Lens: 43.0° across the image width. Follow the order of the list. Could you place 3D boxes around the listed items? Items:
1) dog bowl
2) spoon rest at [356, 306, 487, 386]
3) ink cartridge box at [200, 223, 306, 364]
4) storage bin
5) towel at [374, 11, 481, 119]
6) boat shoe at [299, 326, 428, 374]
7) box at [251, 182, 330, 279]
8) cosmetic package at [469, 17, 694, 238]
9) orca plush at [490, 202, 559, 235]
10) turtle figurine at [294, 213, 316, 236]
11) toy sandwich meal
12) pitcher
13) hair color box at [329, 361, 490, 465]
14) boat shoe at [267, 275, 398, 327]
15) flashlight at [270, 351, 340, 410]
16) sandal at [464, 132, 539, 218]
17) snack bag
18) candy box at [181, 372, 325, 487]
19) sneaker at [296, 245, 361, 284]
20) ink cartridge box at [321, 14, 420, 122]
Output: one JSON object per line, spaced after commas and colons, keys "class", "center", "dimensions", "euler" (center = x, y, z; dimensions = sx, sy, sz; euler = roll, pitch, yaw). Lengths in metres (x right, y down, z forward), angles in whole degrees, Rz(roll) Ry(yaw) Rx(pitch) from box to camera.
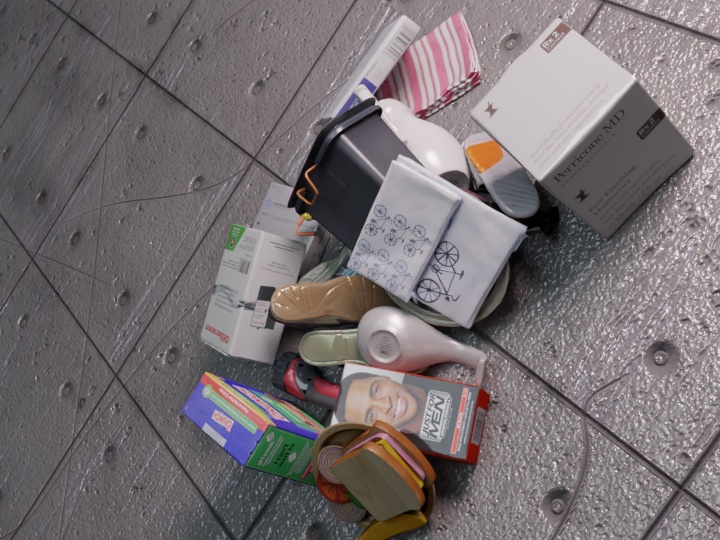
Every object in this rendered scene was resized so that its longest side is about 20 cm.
{"class": "dog bowl", "center": [0.120, -0.026, 1.265], "dimensions": [0.200, 0.200, 0.074], "euler": [-22, 15, 32]}
{"class": "spoon rest", "center": [0.086, 0.111, 1.279], "dimensions": [0.200, 0.061, 0.100], "euler": [15, 107, 23]}
{"class": "ink cartridge box", "center": [-0.174, 0.036, 1.462], "dimensions": [0.147, 0.083, 0.200], "euler": [17, 91, 61]}
{"class": "storage bin", "center": [-0.004, -0.120, 1.305], "dimensions": [0.134, 0.145, 0.200], "euler": [45, 141, 12]}
{"class": "towel", "center": [0.101, -0.321, 1.502], "dimensions": [0.200, 0.030, 0.147], "euler": [-29, 54, 28]}
{"class": "boat shoe", "center": [0.013, 0.118, 1.357], "dimensions": [0.199, 0.066, 0.075], "euler": [-3, 90, 17]}
{"class": "box", "center": [-0.132, -0.042, 1.567], "dimensions": [0.156, 0.041, 0.200], "euler": [18, 85, 42]}
{"class": "cosmetic package", "center": [0.284, -0.178, 1.169], "dimensions": [0.165, 0.200, 0.165], "euler": [-48, 48, 14]}
{"class": "orca plush", "center": [0.176, -0.059, 1.296], "dimensions": [0.200, 0.071, 0.105], "euler": [3, 73, 40]}
{"class": "turtle figurine", "center": [-0.006, -0.119, 1.472], "dimensions": [0.200, 0.064, 0.162], "euler": [-12, 54, 23]}
{"class": "toy sandwich meal", "center": [0.012, 0.288, 1.217], "dimensions": [0.205, 0.205, 0.070], "euler": [-17, 17, 34]}
{"class": "pitcher", "center": [0.070, -0.187, 1.372], "dimensions": [0.121, 0.172, 0.200], "euler": [-42, 49, 11]}
{"class": "hair color box", "center": [0.067, 0.194, 1.249], "dimensions": [0.200, 0.061, 0.102], "euler": [7, 76, 25]}
{"class": "boat shoe", "center": [-0.043, 0.051, 1.372], "dimensions": [0.065, 0.200, 0.072], "euler": [146, 118, -66]}
{"class": "flashlight", "center": [-0.047, 0.177, 1.388], "dimensions": [0.200, 0.068, 0.068], "euler": [12, 39, 40]}
{"class": "sandal", "center": [0.197, -0.125, 1.301], "dimensions": [0.079, 0.059, 0.207], "euler": [-5, 42, -5]}
{"class": "snack bag", "center": [0.097, -0.029, 1.217], "dimensions": [0.200, 0.021, 0.189], "euler": [31, 123, 8]}
{"class": "candy box", "center": [-0.133, 0.236, 1.337], "dimensions": [0.169, 0.200, 0.077], "euler": [29, 91, 43]}
{"class": "sneaker", "center": [0.000, 0.000, 1.431], "dimensions": [0.200, 0.078, 0.086], "euler": [-38, 80, 11]}
{"class": "ink cartridge box", "center": [0.013, -0.320, 1.507], "dimensions": [0.197, 0.043, 0.200], "euler": [-55, 9, 4]}
